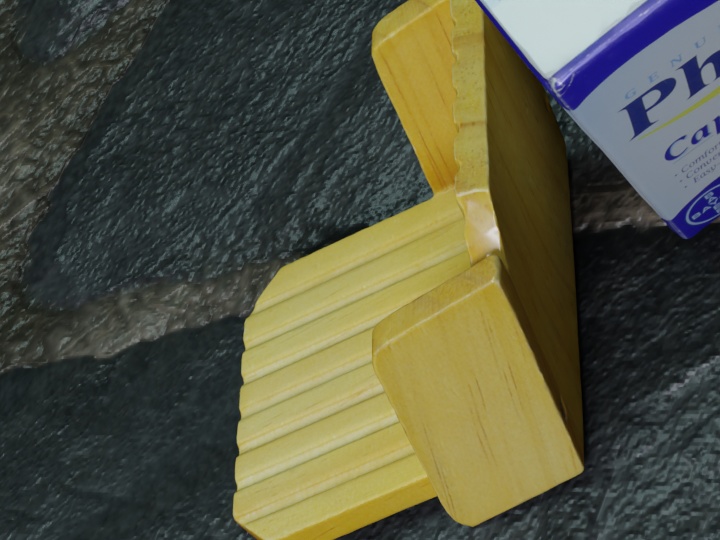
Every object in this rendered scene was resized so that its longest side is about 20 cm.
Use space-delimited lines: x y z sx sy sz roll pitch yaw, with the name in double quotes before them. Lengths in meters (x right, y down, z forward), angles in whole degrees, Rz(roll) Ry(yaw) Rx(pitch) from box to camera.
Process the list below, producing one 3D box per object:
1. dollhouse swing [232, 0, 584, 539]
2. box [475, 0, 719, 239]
"dollhouse swing" 0.000 0.000 1.194 0.175 0.182 0.200 -12 46 15
"box" 0.152 -0.130 1.117 0.184 0.200 0.105 -38 62 8
